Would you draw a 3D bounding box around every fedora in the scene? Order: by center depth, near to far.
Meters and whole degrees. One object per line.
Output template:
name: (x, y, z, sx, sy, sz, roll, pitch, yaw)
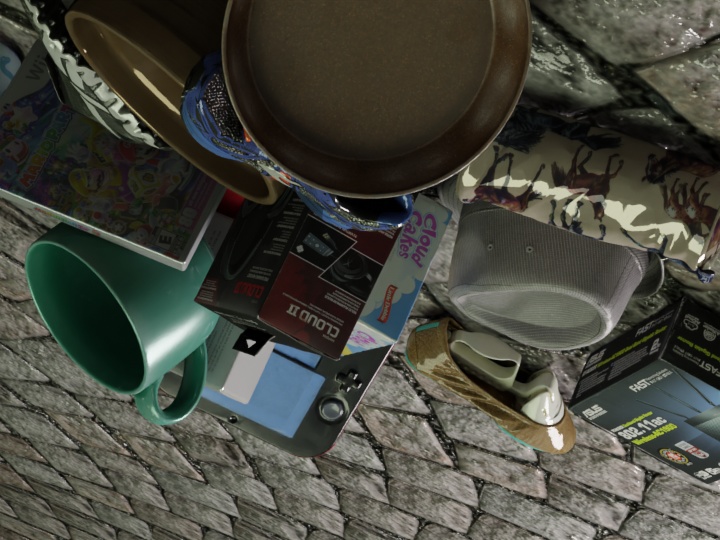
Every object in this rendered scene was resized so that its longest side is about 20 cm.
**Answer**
fedora: (0.137, 0.001, 1.476, 0.199, 0.091, 0.177, 9, 153, 32)

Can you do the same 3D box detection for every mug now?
mug: (-0.189, 0.021, 1.593, 0.152, 0.114, 0.185, 33, 144, 27)

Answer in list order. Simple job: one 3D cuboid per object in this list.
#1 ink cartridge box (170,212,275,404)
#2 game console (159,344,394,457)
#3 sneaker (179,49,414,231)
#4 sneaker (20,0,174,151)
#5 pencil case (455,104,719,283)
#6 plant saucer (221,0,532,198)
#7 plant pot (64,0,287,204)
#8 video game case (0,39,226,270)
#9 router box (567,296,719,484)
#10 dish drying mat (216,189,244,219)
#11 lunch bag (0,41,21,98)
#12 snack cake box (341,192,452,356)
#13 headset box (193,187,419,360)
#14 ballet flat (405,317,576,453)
ink cartridge box: (-0.168, 0.013, 1.702, 0.199, 0.145, 0.084, 23, 174, 18)
game console: (-0.084, 0.075, 1.796, 0.199, 0.031, 0.177, 27, 115, -11)
sneaker: (-0.035, -0.086, 1.260, 0.200, 0.076, 0.078, 29, 176, -37)
sneaker: (-0.218, -0.167, 1.471, 0.090, 0.067, 0.200, -2, 137, 46)
pencil case: (0.166, -0.057, 1.336, 0.199, 0.078, 0.090, 18, 137, 13)
plant saucer: (0.009, -0.147, 1.196, 0.200, 0.201, 0.034, 33, -171, -20)
plant pot: (-0.109, -0.147, 1.364, 0.201, 0.093, 0.201, 39, 167, 10)
video game case: (-0.205, -0.096, 1.536, 0.199, 0.144, 0.018, 22, 153, 6)
router box: (0.284, 0.106, 1.598, 0.149, 0.062, 0.200, 29, 157, -7)
dish drying mat: (-0.165, -0.089, 1.675, 0.199, 0.018, 0.077, 28, 157, -8)
lunch bag: (-0.371, -0.152, 1.668, 0.160, 0.083, 0.200, 21, 158, 2)
snack cake box: (0.000, 0.000, 1.536, 0.067, 0.115, 0.200, 27, 169, -9)
headset box: (-0.038, -0.026, 1.408, 0.077, 0.201, 0.149, 30, 173, -22)
ballet flat: (0.136, 0.103, 1.758, 0.200, 0.068, 0.072, 35, 136, -14)
